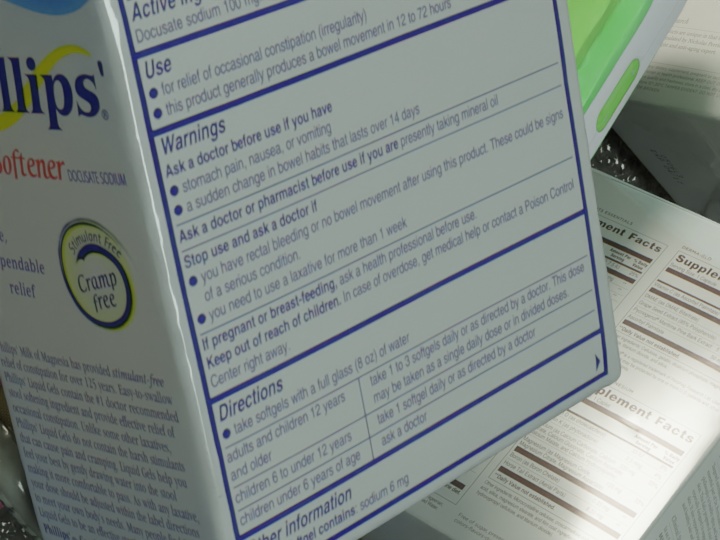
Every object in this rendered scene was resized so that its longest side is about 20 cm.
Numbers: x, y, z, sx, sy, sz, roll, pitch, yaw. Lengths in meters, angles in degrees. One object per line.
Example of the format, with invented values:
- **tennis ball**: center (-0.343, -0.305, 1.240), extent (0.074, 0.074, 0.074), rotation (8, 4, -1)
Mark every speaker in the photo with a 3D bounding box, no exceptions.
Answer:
- **speaker**: center (0.073, -0.081, 0.881), extent (0.088, 0.088, 0.201), rotation (42, 73, -32)

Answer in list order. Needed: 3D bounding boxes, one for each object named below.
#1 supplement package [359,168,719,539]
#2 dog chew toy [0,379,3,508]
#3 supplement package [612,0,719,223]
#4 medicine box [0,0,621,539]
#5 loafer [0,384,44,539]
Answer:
- **supplement package**: center (0.112, 0.089, 0.923), extent (0.200, 0.150, 0.152), rotation (-48, 144, -22)
- **dog chew toy**: center (-0.136, 0.021, 0.761), extent (0.199, 0.124, 0.125), rotation (-29, 112, -23)
- **supplement package**: center (0.232, -0.125, 1.001), extent (0.121, 0.119, 0.201), rotation (42, 76, -35)
- **medicine box**: center (-0.023, -0.029, 0.622), extent (0.181, 0.102, 0.202), rotation (-25, 112, -39)
- **loafer**: center (-0.075, 0.082, 0.725), extent (0.070, 0.075, 0.200), rotation (-43, 155, -5)
